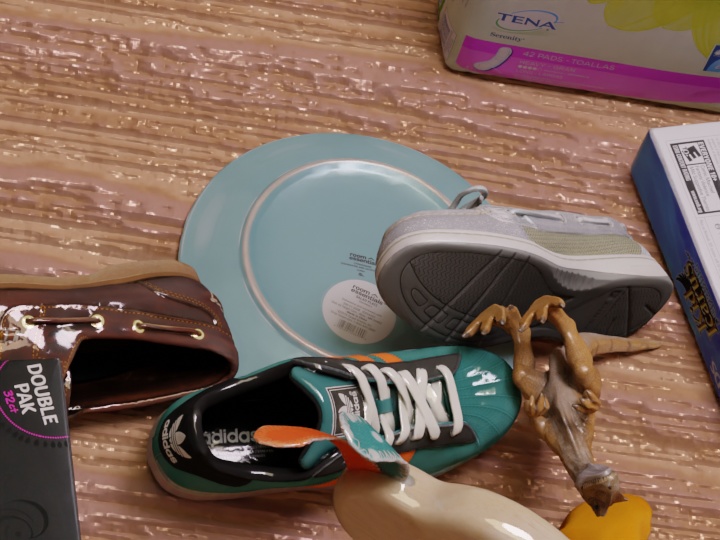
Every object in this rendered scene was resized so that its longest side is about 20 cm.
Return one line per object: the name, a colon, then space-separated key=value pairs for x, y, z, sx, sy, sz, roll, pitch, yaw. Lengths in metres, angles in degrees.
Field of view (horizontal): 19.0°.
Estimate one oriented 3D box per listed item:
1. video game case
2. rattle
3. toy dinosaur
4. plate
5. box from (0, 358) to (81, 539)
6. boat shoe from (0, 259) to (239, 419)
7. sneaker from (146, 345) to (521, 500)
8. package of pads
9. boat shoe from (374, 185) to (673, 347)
video game case: x=0.271 y=0.001 z=1.233 sx=0.180 sy=0.046 sz=0.201 roll=-7 pitch=60 yaw=-17
rattle: x=0.057 y=0.099 z=1.044 sx=0.200 sy=0.130 sz=0.143 roll=45 pitch=68 yaw=-10
toy dinosaur: x=0.106 y=0.057 z=1.113 sx=0.106 sy=0.060 sz=0.200 roll=56 pitch=22 yaw=-20
plate: x=0.000 y=0.000 z=1.178 sx=0.199 sy=0.026 sz=0.201 roll=7 pitch=56 yaw=-11
box: x=-0.230 y=0.134 z=0.971 sx=0.199 sy=0.125 sz=0.149 roll=-1 pitch=58 yaw=-16
boat shoe: x=-0.156 y=0.042 z=1.073 sx=0.199 sy=0.071 sz=0.070 roll=-11 pitch=51 yaw=-25
sneaker: x=-0.005 y=0.077 z=1.083 sx=0.199 sy=0.080 sz=0.072 roll=-10 pitch=82 yaw=-16
package of pads: x=0.157 y=-0.171 z=1.250 sx=0.199 sy=0.155 sz=0.069 roll=7 pitch=56 yaw=-9
boat shoe: x=0.082 y=-0.005 z=1.150 sx=0.201 sy=0.075 sz=0.065 roll=4 pitch=46 yaw=-39
